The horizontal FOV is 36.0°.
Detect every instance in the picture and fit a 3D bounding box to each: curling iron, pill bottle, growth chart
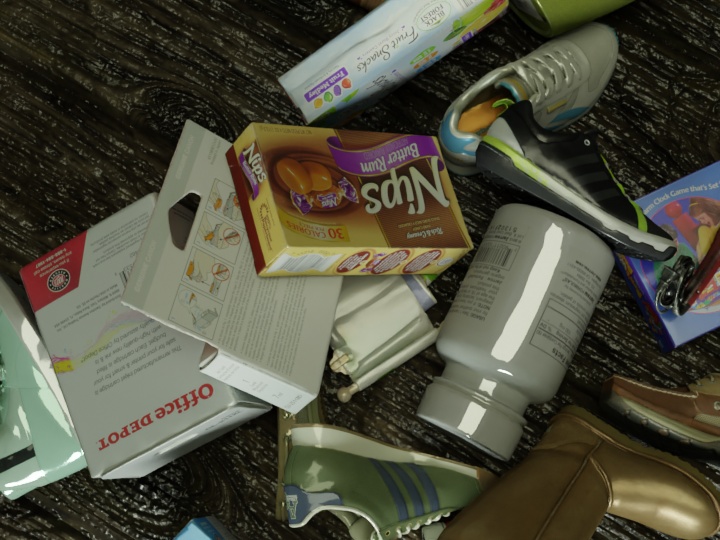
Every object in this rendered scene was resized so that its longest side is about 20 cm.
[{"bbox_3d":[0.321,-0.037,0.960,0.200,0.050,0.026,-45,49,-15],"label":"curling iron"},{"bbox_3d":[0.129,0.054,0.956,0.114,0.114,0.201,25,80,6],"label":"pill bottle"},{"bbox_3d":[0.000,0.000,1.014,0.144,0.018,0.201,-26,80,-9],"label":"growth chart"}]

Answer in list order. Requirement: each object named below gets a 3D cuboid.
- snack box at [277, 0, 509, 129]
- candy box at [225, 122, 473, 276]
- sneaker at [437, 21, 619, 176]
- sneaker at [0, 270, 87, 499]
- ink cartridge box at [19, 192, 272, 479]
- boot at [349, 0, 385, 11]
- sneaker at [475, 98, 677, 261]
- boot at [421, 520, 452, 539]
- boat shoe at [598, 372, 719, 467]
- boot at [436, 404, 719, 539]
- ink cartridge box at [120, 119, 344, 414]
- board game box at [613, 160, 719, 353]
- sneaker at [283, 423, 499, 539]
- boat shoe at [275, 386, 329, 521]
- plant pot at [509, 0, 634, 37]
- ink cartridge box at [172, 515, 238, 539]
[{"bbox_3d":[0.034,-0.199,0.969,0.200,0.142,0.053,-33,88,10],"label":"snack box"},{"bbox_3d":[-0.007,-0.058,0.946,0.199,0.056,0.117,-1,64,-36],"label":"candy box"},{"bbox_3d":[0.159,-0.163,1.015,0.200,0.081,0.077,-38,79,-7],"label":"sneaker"},{"bbox_3d":[-0.318,0.101,0.977,0.118,0.074,0.201,-30,78,-2],"label":"sneaker"},{"bbox_3d":[-0.185,0.060,0.951,0.145,0.083,0.201,-28,73,11],"label":"ink cartridge box"},{"bbox_3d":[0.037,-0.346,1.059,0.155,0.077,0.200,36,95,3],"label":"boot"},{"bbox_3d":[0.193,-0.081,0.946,0.200,0.072,0.083,31,89,-1],"label":"sneaker"},{"bbox_3d":[0.138,0.285,0.902,0.144,0.073,0.201,-9,48,-3],"label":"boot"},{"bbox_3d":[0.307,0.128,0.964,0.199,0.076,0.074,22,75,-3],"label":"boat shoe"},{"bbox_3d":[0.180,0.213,0.892,0.175,0.066,0.200,27,41,24],"label":"boot"},{"bbox_3d":[-0.098,-0.005,0.913,0.173,0.044,0.201,27,50,-19],"label":"ink cartridge box"},{"bbox_3d":[0.336,-0.029,1.003,0.199,0.045,0.135,-24,79,-4],"label":"board game box"},{"bbox_3d":[0.022,0.193,0.924,0.200,0.067,0.090,20,69,-25],"label":"sneaker"},{"bbox_3d":[-0.065,0.115,0.971,0.063,0.073,0.202,-13,86,-6],"label":"boat shoe"},{"bbox_3d":[0.217,-0.312,1.004,0.200,0.187,0.187,-42,81,2],"label":"plant pot"},{"bbox_3d":[-0.081,0.296,0.911,0.200,0.116,0.067,43,82,9],"label":"ink cartridge box"}]
